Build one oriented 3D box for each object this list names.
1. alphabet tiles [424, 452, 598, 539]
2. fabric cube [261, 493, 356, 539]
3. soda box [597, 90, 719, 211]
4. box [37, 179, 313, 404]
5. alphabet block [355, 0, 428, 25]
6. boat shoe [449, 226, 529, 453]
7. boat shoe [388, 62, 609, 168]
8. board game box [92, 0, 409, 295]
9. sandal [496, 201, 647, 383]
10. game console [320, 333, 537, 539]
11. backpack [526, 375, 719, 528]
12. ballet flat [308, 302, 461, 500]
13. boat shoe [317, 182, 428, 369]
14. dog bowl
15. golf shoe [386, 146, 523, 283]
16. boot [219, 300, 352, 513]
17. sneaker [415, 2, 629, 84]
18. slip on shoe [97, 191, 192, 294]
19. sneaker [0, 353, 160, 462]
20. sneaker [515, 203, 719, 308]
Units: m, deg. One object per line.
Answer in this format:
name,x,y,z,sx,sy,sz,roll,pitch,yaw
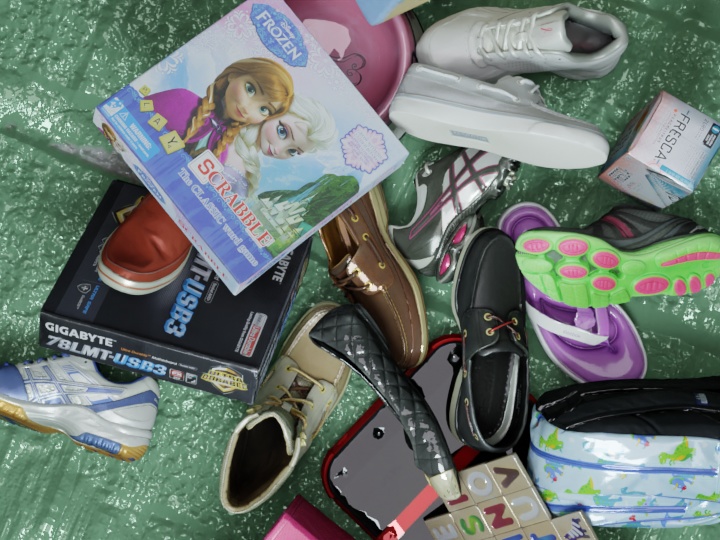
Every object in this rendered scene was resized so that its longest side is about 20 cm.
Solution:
alphabet tiles,0.148,0.260,1.484,0.167,0.008,0.201,-25,98,42
fabric cube,-0.041,0.338,1.463,0.199,0.200,0.197,37,89,2
soda box,0.262,-0.101,1.471,0.068,0.200,0.064,30,89,3
box,-0.161,0.016,1.498,0.197,0.200,0.050,15,131,5
alphabet block,0.073,-0.365,1.465,0.199,0.196,0.196,-28,87,-26
boat shoe,0.122,0.063,1.498,0.073,0.063,0.203,3,92,-24
boat shoe,0.127,-0.141,1.481,0.199,0.072,0.069,12,73,22
board game box,-0.095,-0.117,1.465,0.199,0.041,0.200,-39,87,-19
sandal,0.189,0.029,1.542,0.082,0.050,0.203,-36,86,0
game console,0.081,0.179,1.553,0.177,0.031,0.200,44,90,-2
backpack,0.246,0.158,1.477,0.199,0.163,0.154,11,109,-10
ballet flat,0.026,0.120,1.479,0.057,0.066,0.200,-32,79,-9
boat shoe,0.000,-0.001,1.530,0.067,0.072,0.201,-17,86,-41
dog bowl,-0.036,-0.194,1.553,0.199,0.074,0.201,0,86,2
golf shoe,0.098,-0.088,1.542,0.088,0.077,0.201,29,89,9
boot,-0.064,0.121,1.495,0.072,0.155,0.201,28,90,3
sneaker,0.151,-0.213,1.520,0.199,0.099,0.078,-7,86,-8
slip on shoe,-0.170,-0.049,1.486,0.074,0.061,0.200,25,44,13
sneaker,-0.283,0.108,1.557,0.199,0.075,0.089,20,76,-3
sneaker,0.230,-0.016,1.519,0.199,0.084,0.077,1,120,-17
